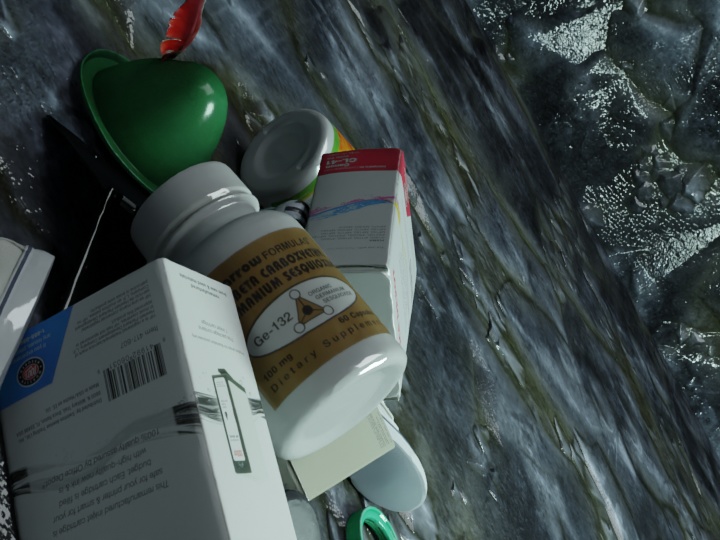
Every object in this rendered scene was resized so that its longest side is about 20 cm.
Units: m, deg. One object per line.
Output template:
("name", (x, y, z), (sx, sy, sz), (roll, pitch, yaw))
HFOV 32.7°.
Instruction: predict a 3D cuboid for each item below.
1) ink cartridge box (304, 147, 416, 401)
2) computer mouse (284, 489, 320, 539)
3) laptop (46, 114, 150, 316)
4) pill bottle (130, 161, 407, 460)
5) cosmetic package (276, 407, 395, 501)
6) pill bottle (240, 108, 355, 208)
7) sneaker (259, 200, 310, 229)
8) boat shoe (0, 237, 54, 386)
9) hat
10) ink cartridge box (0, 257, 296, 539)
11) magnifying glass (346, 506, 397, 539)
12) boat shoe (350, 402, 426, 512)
("ink cartridge box", (0.000, 0.000, 1.116), (0.200, 0.085, 0.148), (-77, 164, -55))
("computer mouse", (-0.086, 0.240, 0.822), (0.139, 0.053, 0.200), (49, 51, -46))
("laptop", (-0.184, 0.006, 0.974), (0.187, 0.116, 0.200), (41, 58, -46))
("pill bottle", (-0.070, 0.023, 0.864), (0.200, 0.114, 0.114), (50, 15, 18))
("cosmetic package", (-0.058, 0.149, 0.977), (0.071, 0.105, 0.200), (63, 18, 6))
("pill bottle", (-0.028, -0.071, 1.311), (0.200, 0.111, 0.111), (45, 27, -43))
("sneaker", (-0.080, 0.004, 1.168), (0.200, 0.087, 0.075), (78, 14, -51))
("boat shoe", (-0.240, 0.052, 0.706), (0.070, 0.071, 0.200), (23, 46, -11))
("hat", (-0.126, -0.165, 1.056), (0.166, 0.176, 0.200), (54, 18, -9))
("ink cartridge box", (-0.135, 0.117, 0.757), (0.084, 0.146, 0.200), (28, 41, -59))
("magnifying glass", (0.012, 0.292, 1.097), (0.080, 0.022, 0.200), (54, 23, -26))
("boat shoe", (0.003, 0.145, 1.180), (0.200, 0.073, 0.065), (57, 25, -23))
